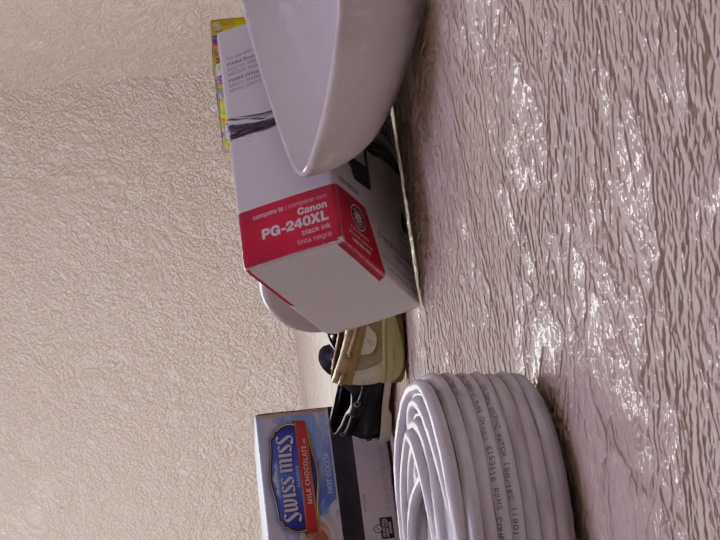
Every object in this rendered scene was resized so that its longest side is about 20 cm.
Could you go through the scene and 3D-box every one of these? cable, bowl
[{"bbox_3d":[0.061,0.147,0.846,0.200,0.068,0.202,104,160,-75],"label":"cable"},{"bbox_3d":[-0.019,-0.185,1.186,0.201,0.074,0.201,110,148,-55],"label":"bowl"}]

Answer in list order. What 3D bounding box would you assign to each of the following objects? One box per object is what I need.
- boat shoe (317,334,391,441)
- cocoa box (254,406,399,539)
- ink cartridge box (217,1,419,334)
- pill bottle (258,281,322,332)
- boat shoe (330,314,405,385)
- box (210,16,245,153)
[{"bbox_3d":[-0.006,0.084,1.621,0.200,0.065,0.075,90,173,-50],"label":"boat shoe"},{"bbox_3d":[-0.032,0.248,1.747,0.134,0.130,0.202,94,169,-66],"label":"cocoa box"},{"bbox_3d":[-0.031,-0.076,1.321,0.145,0.083,0.202,39,-141,-58],"label":"ink cartridge box"},{"bbox_3d":[-0.049,-0.035,1.728,0.201,0.112,0.115,-105,10,-61],"label":"pill bottle"},{"bbox_3d":[0.000,0.000,1.461,0.073,0.062,0.203,-106,11,-65],"label":"boat shoe"},{"bbox_3d":[-0.237,-0.379,3.641,0.201,0.120,0.194,93,170,-59],"label":"box"}]
